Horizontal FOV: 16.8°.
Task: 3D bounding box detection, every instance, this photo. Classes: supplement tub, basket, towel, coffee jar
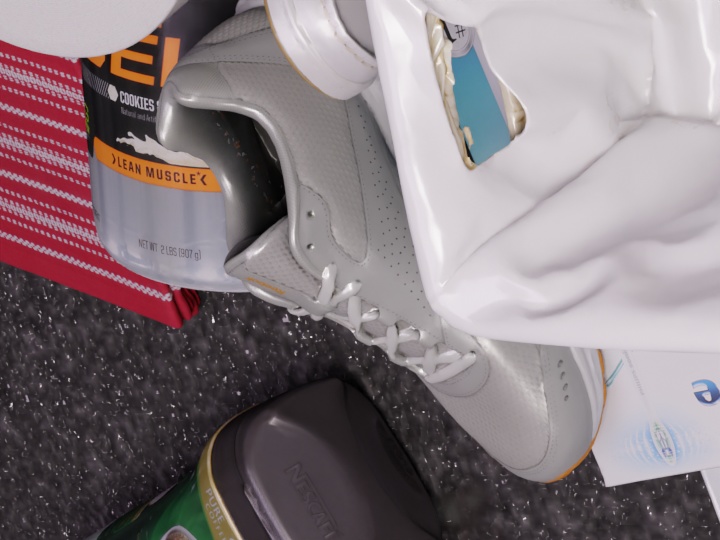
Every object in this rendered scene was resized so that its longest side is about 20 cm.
[{"bbox_3d":[-0.048,-0.104,0.926,0.122,0.122,0.201,18,121,36],"label":"supplement tub"},{"bbox_3d":[0.118,-0.061,0.677,0.199,0.123,0.136,1,110,38],"label":"basket"},{"bbox_3d":[-0.148,-0.067,1.066,0.144,0.022,0.201,18,140,36],"label":"towel"},{"bbox_3d":[-0.052,0.128,1.071,0.200,0.085,0.105,-39,79,47],"label":"coffee jar"}]

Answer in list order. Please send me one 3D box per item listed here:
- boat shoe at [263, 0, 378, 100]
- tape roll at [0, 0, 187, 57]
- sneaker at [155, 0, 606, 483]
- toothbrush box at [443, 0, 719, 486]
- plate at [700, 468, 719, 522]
[{"bbox_3d":[0.019,-0.151,0.810,0.069,0.201,0.071,-8,148,36],"label":"boat shoe"},{"bbox_3d":[-0.124,-0.165,0.815,0.202,0.037,0.204,26,140,24],"label":"tape roll"},{"bbox_3d":[0.000,0.000,0.832,0.200,0.092,0.076,53,139,-2],"label":"sneaker"},{"bbox_3d":[0.121,-0.041,0.830,0.146,0.085,0.201,-15,101,46],"label":"toothbrush box"},{"bbox_3d":[0.232,0.131,0.852,0.199,0.032,0.201,-14,100,45],"label":"plate"}]
